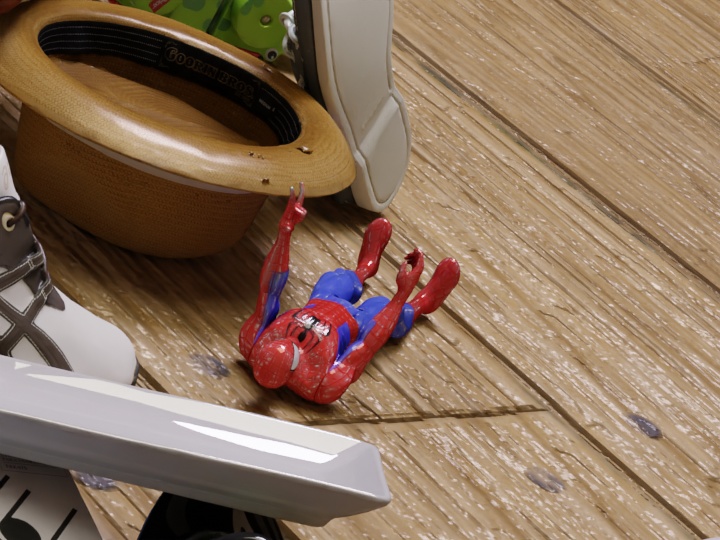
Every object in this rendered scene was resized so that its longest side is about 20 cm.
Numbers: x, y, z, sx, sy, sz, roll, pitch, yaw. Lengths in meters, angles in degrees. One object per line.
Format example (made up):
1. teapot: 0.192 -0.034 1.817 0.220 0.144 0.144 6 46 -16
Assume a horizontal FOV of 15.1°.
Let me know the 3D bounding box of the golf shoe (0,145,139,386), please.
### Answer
1. golf shoe: -0.152 0.000 1.114 0.200 0.095 0.078 25 14 -45

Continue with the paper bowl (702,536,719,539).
1. paper bowl: 0.183 0.198 1.033 0.200 0.104 0.201 20 23 -9

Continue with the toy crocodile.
1. toy crocodile: -0.100 -0.162 1.613 0.200 0.062 0.068 15 23 -33

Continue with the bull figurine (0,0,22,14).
1. bull figurine: -0.181 -0.169 1.346 0.121 0.065 0.200 -1 15 12

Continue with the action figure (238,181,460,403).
1. action figure: 0.000 0.000 1.302 0.065 0.099 0.200 29 25 11

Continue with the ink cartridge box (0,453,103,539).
1. ink cartridge box: -0.181 0.099 0.938 0.200 0.044 0.094 8 35 -38

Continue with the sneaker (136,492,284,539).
1. sneaker: -0.044 0.125 0.990 0.071 0.083 0.200 19 21 -11

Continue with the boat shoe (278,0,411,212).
1. boat shoe: -0.020 -0.109 1.433 0.062 0.200 0.073 18 56 24

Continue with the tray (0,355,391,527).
1. tray: -0.089 0.061 1.015 0.200 0.022 0.107 13 6 -4

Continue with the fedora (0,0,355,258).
1. fedora: -0.104 -0.062 1.344 0.200 0.082 0.201 20 23 -9
